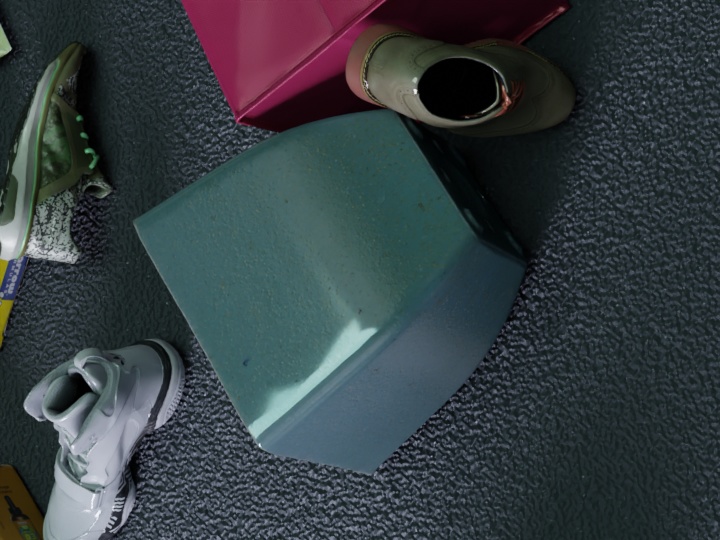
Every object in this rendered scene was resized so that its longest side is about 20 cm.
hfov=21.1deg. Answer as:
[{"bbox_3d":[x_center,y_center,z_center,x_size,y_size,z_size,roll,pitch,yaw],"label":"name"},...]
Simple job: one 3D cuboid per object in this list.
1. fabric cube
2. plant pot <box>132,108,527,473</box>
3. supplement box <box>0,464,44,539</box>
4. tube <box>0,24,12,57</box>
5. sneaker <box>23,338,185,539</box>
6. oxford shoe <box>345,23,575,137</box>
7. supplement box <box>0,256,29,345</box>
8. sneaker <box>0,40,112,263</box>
[{"bbox_3d":[-0.006,-0.230,1.378,0.199,0.196,0.201,-35,68,25],"label":"fabric cube"},{"bbox_3d":[0.000,0.000,1.367,0.199,0.195,0.197,-37,67,13],"label":"plant pot"},{"bbox_3d":[-0.281,0.256,1.591,0.069,0.066,0.201,-45,64,25],"label":"supplement box"},{"bbox_3d":[-0.389,-0.167,1.710,0.199,0.052,0.058,-37,109,21],"label":"tube"},{"bbox_3d":[-0.224,0.142,1.534,0.075,0.115,0.201,36,105,30],"label":"sneaker"},{"bbox_3d":[0.083,-0.117,1.307,0.075,0.199,0.071,30,112,45],"label":"oxford shoe"},{"bbox_3d":[-0.395,-0.018,1.661,0.199,0.109,0.110,24,99,31],"label":"supplement box"},{"bbox_3d":[-0.247,-0.091,1.606,0.077,0.088,0.202,150,135,-66],"label":"sneaker"}]
